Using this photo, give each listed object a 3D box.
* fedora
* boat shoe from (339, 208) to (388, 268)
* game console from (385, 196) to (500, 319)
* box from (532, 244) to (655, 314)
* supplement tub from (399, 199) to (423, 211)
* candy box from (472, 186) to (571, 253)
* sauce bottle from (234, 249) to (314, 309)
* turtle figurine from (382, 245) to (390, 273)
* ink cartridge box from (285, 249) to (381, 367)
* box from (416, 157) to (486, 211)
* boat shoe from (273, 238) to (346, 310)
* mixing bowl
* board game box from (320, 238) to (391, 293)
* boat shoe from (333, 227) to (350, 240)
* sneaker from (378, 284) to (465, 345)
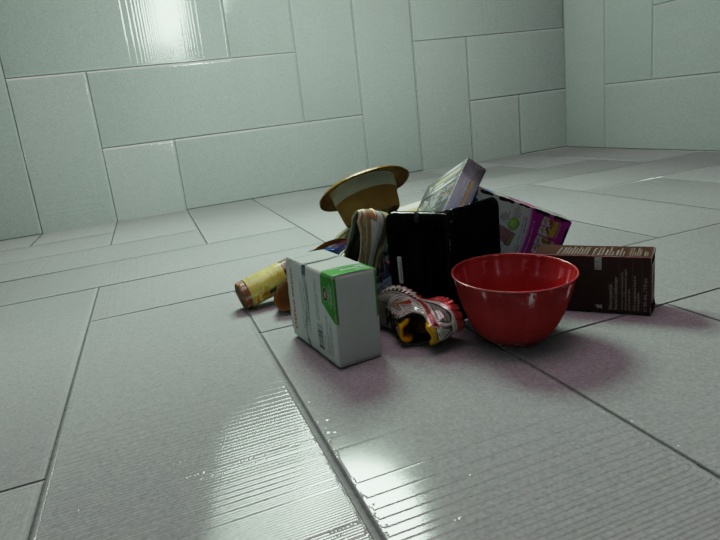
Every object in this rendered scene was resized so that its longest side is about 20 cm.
[{"bbox_3d":[0.016,-0.140,1.234,0.196,0.084,0.201,-19,-13,-4],"label":"fedora"},{"bbox_3d":[-0.008,-0.012,1.075,0.067,0.205,0.074,10,9,-34],"label":"boat shoe"},{"bbox_3d":[0.150,-0.018,1.067,0.172,0.205,0.116,3,22,29],"label":"game console"},{"bbox_3d":[0.405,0.012,1.054,0.196,0.103,0.075,2,17,32],"label":"box"},{"bbox_3d":[0.112,-0.077,1.404,0.195,0.148,0.145,-17,16,-7],"label":"supplement tub"},{"bbox_3d":[0.300,-0.072,1.208,0.196,0.139,0.061,19,15,-3],"label":"candy box"},{"bbox_3d":[-0.176,0.014,1.316,0.197,0.067,0.066,-28,22,-21],"label":"sauce bottle"},{"bbox_3d":[0.081,-0.037,1.135,0.199,0.102,0.149,36,8,32],"label":"turtle figurine"},{"bbox_3d":[-0.050,0.055,1.015,0.081,0.150,0.199,-12,16,-26],"label":"ink cartridge box"},{"bbox_3d":[0.165,-0.124,1.239,0.048,0.161,0.200,30,-16,-11],"label":"box"},{"bbox_3d":[-0.099,0.005,1.247,0.198,0.071,0.070,-37,1,-1],"label":"boat shoe"},{"bbox_3d":[0.244,0.051,0.959,0.195,0.111,0.201,-5,16,1],"label":"mixing bowl"},{"bbox_3d":[0.000,0.000,1.214,0.034,0.139,0.199,0,15,34],"label":"board game box"},{"bbox_3d":[-0.041,-0.021,1.309,0.200,0.072,0.065,-43,46,0],"label":"boat shoe"},{"bbox_3d":[0.076,0.077,1.014,0.081,0.080,0.198,-30,21,-35],"label":"sneaker"}]
